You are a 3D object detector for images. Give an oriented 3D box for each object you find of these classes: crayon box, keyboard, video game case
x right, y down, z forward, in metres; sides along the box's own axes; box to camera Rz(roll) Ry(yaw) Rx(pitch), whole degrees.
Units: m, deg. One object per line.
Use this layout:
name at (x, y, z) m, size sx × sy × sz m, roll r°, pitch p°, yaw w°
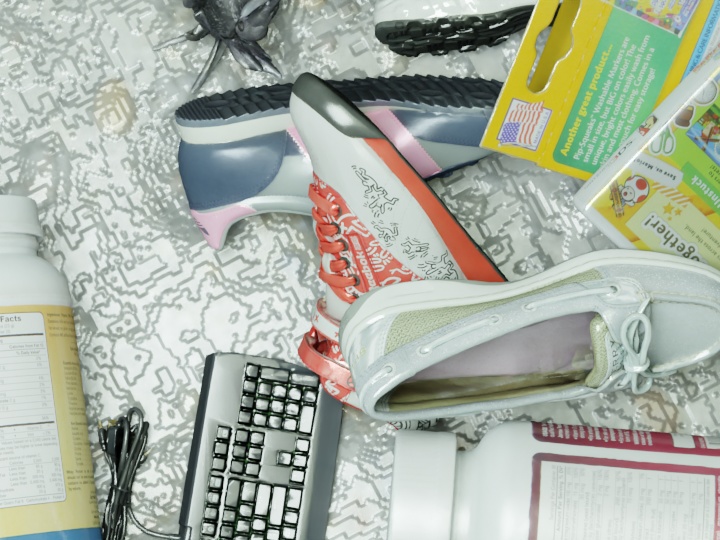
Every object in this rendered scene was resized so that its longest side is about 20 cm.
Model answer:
crayon box at (0.163, -0.099, 1.454) m, size 0.199 × 0.052 × 0.126 m, roll 16°, pitch 107°, yaw -21°
keyboard at (-0.083, 0.142, 1.498) m, size 0.127 × 0.021 × 0.201 m, roll 8°, pitch 84°, yaw 0°
video game case at (0.235, -0.039, 1.457) m, size 0.200 × 0.023 × 0.182 m, roll 41°, pitch 97°, yaw -25°

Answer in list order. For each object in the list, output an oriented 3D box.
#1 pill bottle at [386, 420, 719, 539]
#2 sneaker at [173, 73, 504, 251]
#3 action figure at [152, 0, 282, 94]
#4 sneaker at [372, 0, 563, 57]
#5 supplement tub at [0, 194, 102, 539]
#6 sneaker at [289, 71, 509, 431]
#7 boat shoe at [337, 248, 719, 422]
pill bottle at (0.113, 0.133, 1.455) m, size 0.199 × 0.110 × 0.110 m, roll 5°, pitch 84°, yaw 0°
sneaker at (0.004, -0.056, 1.504) m, size 0.199 × 0.070 × 0.082 m, roll -4°, pitch 107°, yaw -2°
action figure at (-0.039, -0.180, 1.481) m, size 0.102 × 0.200 × 0.119 m, roll -12°, pitch 54°, yaw -37°
sneaker at (0.104, -0.164, 1.504) m, size 0.199 × 0.074 × 0.080 m, roll -5°, pitch 77°, yaw -2°
supplement tub at (-0.210, 0.071, 1.441) m, size 0.144 × 0.145 × 0.201 m, roll -8°, pitch 84°, yaw -1°
sneaker at (0.001, 0.001, 1.452) m, size 0.108 × 0.067 × 0.201 m, roll -41°, pitch 122°, yaw 1°
boat shoe at (0.092, 0.039, 1.416) m, size 0.201 × 0.075 × 0.065 m, roll -3°, pitch 40°, yaw -11°
